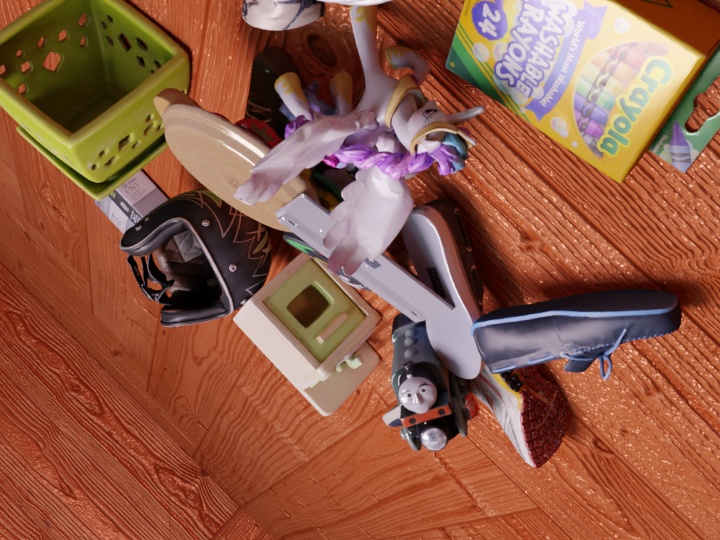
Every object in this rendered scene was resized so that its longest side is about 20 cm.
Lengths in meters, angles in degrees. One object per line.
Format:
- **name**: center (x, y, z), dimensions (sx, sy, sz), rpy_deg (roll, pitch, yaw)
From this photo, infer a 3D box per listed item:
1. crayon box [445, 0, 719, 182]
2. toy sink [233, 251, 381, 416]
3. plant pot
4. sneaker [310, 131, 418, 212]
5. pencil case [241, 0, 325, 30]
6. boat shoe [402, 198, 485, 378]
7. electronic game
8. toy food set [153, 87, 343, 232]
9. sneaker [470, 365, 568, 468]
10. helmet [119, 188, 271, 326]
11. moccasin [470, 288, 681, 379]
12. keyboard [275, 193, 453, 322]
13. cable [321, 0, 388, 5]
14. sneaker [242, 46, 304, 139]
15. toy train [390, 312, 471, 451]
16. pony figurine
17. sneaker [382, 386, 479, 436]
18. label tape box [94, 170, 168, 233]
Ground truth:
- **crayon box**: center (0.164, -0.151, 0.520), dimensions (0.200, 0.052, 0.126), rpy_deg (37, 150, 15)
- **toy sink**: center (-0.057, 0.087, 1.033), dimensions (0.200, 0.130, 0.112), rpy_deg (48, 151, -1)
- **plant pot**: center (-0.353, -0.225, 0.970), dimensions (0.199, 0.200, 0.182), rpy_deg (39, 156, 12)
- **sneaker**: center (0.014, -0.091, 0.776), dimensions (0.200, 0.075, 0.115), rpy_deg (13, 139, 52)
- **pencil case**: center (-0.078, -0.302, 0.622), dimensions (0.089, 0.078, 0.200), rpy_deg (30, 147, 26)
- **boat shoe**: center (0.102, 0.017, 0.781), dimensions (0.070, 0.066, 0.201), rpy_deg (-4, 113, 47)
- **electronic game**: center (0.000, 0.000, 0.858), dimensions (0.199, 0.042, 0.200), rpy_deg (27, 177, 2)
- **toy food set**: center (-0.118, -0.107, 0.754), dimensions (0.200, 0.049, 0.198), rpy_deg (15, 156, 46)
- **sneaker**: center (0.179, 0.141, 0.858), dimensions (0.082, 0.078, 0.201), rpy_deg (-1, 118, 58)
- **helmet**: center (-0.221, -0.024, 1.044), dimensions (0.190, 0.200, 0.201), rpy_deg (-18, 123, 10)
- **moccasin**: center (0.203, 0.061, 0.687), dimensions (0.200, 0.080, 0.068), rpy_deg (-11, 98, 44)
- **keyboard**: center (0.006, -0.008, 0.731), dimensions (0.200, 0.011, 0.056), rpy_deg (36, 140, -21)
- **cable**: center (-0.002, -0.283, 0.483), dimensions (0.199, 0.069, 0.201), rpy_deg (0, 115, 29)
- **sneaker**: center (-0.107, -0.147, 0.842), dimensions (0.067, 0.090, 0.201), rpy_deg (30, 147, 28)
- **toy train**: center (0.076, 0.124, 0.861), dimensions (0.085, 0.200, 0.114), rpy_deg (-20, 108, 14)
- **pony figurine**: center (-0.004, -0.117, 0.624), dimensions (0.166, 0.193, 0.200), rpy_deg (32, -157, -47)
- **sneaker**: center (0.099, 0.204, 1.029), dimensions (0.085, 0.075, 0.200), rpy_deg (48, 151, 5)
- **label tape box**: center (-0.424, -0.138, 1.301), dimensions (0.200, 0.066, 0.143), rpy_deg (46, 151, -2)
